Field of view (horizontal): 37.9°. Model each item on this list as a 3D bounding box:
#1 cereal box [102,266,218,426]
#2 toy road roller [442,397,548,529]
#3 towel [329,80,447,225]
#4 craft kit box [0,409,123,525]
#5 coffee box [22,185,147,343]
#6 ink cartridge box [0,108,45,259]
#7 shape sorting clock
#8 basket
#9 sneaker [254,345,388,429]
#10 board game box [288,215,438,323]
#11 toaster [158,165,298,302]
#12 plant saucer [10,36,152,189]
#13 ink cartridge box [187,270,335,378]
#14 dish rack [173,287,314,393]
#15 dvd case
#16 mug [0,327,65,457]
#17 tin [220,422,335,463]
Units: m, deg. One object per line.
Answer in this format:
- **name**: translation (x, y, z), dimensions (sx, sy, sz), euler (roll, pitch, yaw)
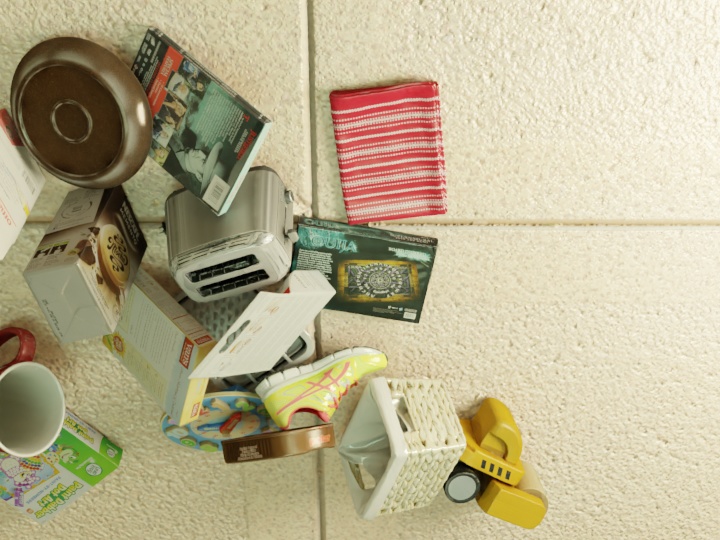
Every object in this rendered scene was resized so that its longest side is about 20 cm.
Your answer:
- **cereal box**: translation (-0.284, 0.101, 1.465), dimensions (0.039, 0.200, 0.145), euler (-18, 138, -44)
- **toy road roller**: translation (0.216, 0.291, 1.620), dimensions (0.199, 0.123, 0.147), euler (26, 108, -16)
- **towel**: translation (0.040, -0.153, 1.385), dimensions (0.143, 0.023, 0.201), euler (-5, 123, 4)
- **craft kit box**: translation (-0.517, 0.294, 1.666), dimensions (0.200, 0.049, 0.197), euler (-38, 118, 22)
- **coffee box**: translation (-0.353, -0.015, 1.368), dimensions (0.079, 0.201, 0.114), euler (-11, 124, 11)
- **ink cartridge box**: translation (-0.472, -0.102, 1.311), dimensions (0.067, 0.201, 0.117), euler (-15, 122, 10)
- **shape sorting clock**: translation (-0.205, 0.234, 1.594), dimensions (0.198, 0.039, 0.201), euler (-3, 144, -2)
- **basket**: translation (0.060, 0.263, 1.561), dimensions (0.122, 0.136, 0.201), euler (-2, 141, -22)
- **sneaker**: translation (-0.048, 0.174, 1.531), dimensions (0.198, 0.091, 0.078), euler (-20, 164, -8)
- **board game box**: translation (0.000, 0.000, 1.480), dimensions (0.198, 0.028, 0.136), euler (9, 122, -5)
- **toaster**: translation (-0.179, -0.044, 1.378), dimensions (0.198, 0.130, 0.114), euler (-15, 143, 9)
- **plant saucer**: translation (-0.359, -0.192, 1.323), dimensions (0.198, 0.032, 0.202), euler (6, 116, 13)
- **ink cartridge box**: translation (-0.137, 0.070, 1.392), dimensions (0.160, 0.200, 0.047), euler (-49, 69, 18)
- **dish rack**: translation (-0.182, 0.081, 1.526), dimensions (0.171, 0.044, 0.200), euler (-33, 118, 20)
- **dvd case**: translation (-0.216, -0.185, 1.306), dimensions (0.200, 0.022, 0.147), euler (40, 120, 14)
- **mug**: translation (-0.538, 0.188, 1.537), dimensions (0.199, 0.178, 0.134), euler (-7, 132, 34)
- **tin**: translation (-0.119, 0.250, 1.514), dimensions (0.199, 0.111, 0.042), euler (-17, 84, 46)
